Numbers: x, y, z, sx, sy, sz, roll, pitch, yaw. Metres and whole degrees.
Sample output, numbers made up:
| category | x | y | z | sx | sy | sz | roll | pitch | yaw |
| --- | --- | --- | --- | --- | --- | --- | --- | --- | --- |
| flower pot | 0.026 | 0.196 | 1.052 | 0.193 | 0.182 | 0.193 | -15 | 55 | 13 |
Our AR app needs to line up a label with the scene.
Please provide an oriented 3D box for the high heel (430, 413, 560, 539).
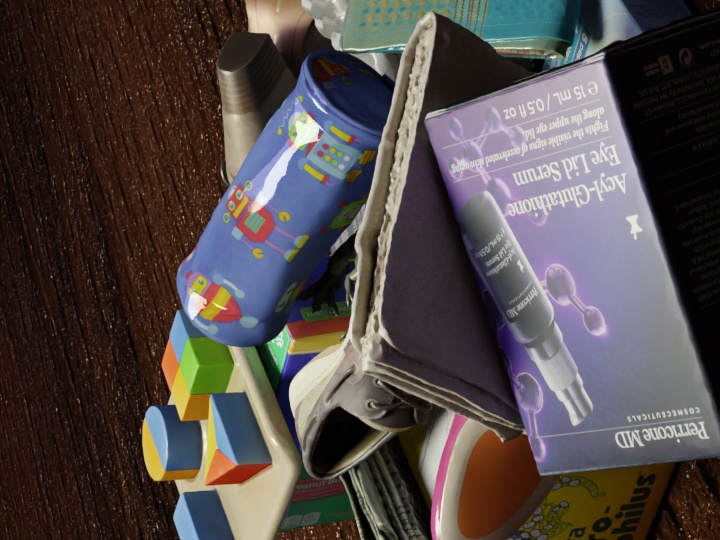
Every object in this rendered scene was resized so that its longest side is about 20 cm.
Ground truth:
| category | x | y | z | sx | sy | sz | roll | pitch | yaw |
| --- | --- | --- | --- | --- | --- | --- | --- | --- | --- |
| high heel | 0.074 | 0.070 | 1.217 | 0.096 | 0.067 | 0.201 | -15 | 52 | 63 |

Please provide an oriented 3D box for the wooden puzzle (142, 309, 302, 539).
| category | x | y | z | sx | sy | sz | roll | pitch | yaw |
| --- | --- | --- | --- | --- | --- | --- | --- | --- | --- |
| wooden puzzle | -0.101 | 0.121 | 1.462 | 0.201 | 0.046 | 0.186 | 105 | 150 | -41 |

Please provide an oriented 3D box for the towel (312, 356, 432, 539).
| category | x | y | z | sx | sy | sz | roll | pitch | yaw |
| --- | --- | --- | --- | --- | --- | --- | --- | --- | --- |
| towel | 0.054 | 0.158 | 1.377 | 0.034 | 0.200 | 0.193 | -38 | 44 | 17 |

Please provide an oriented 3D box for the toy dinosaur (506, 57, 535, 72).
| category | x | y | z | sx | sy | sz | roll | pitch | yaw |
| --- | --- | --- | --- | --- | --- | --- | --- | --- | --- |
| toy dinosaur | 0.073 | -0.057 | 1.278 | 0.102 | 0.077 | 0.201 | -14 | -78 | -69 |

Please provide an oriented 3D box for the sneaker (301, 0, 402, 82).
| category | x | y | z | sx | sy | sz | roll | pitch | yaw |
| --- | --- | --- | --- | --- | --- | --- | --- | --- | --- |
| sneaker | 0.034 | -0.134 | 1.348 | 0.075 | 0.082 | 0.201 | 22 | 145 | 60 |

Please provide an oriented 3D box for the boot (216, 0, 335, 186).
| category | x | y | z | sx | sy | sz | roll | pitch | yaw |
| --- | --- | --- | --- | --- | --- | --- | --- | --- | --- |
| boot | -0.028 | -0.123 | 1.419 | 0.070 | 0.200 | 0.147 | 16 | 144 | 34 |

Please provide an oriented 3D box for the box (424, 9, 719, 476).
| category | x | y | z | sx | sy | sz | roll | pitch | yaw |
| --- | --- | --- | --- | --- | --- | --- | --- | --- | --- |
| box | 0.139 | -0.010 | 1.085 | 0.148 | 0.104 | 0.201 | -16 | 93 | 55 |

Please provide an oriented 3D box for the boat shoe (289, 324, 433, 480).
| category | x | y | z | sx | sy | sz | roll | pitch | yaw |
| --- | --- | --- | --- | --- | --- | --- | --- | --- | --- |
| boat shoe | 0.017 | 0.062 | 1.248 | 0.200 | 0.072 | 0.065 | -43 | 45 | 51 |

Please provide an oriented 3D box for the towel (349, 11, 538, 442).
| category | x | y | z | sx | sy | sz | roll | pitch | yaw |
| --- | --- | --- | --- | --- | --- | --- | --- | --- | --- |
| towel | 0.063 | -0.021 | 1.148 | 0.034 | 0.132 | 0.201 | -15 | 55 | 50 |

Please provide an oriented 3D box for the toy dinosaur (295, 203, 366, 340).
| category | x | y | z | sx | sy | sz | roll | pitch | yaw |
| --- | --- | --- | --- | --- | --- | --- | --- | --- | --- |
| toy dinosaur | 0.000 | 0.000 | 1.349 | 0.200 | 0.047 | 0.088 | -105 | 37 | -64 |

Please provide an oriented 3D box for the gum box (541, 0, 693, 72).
| category | x | y | z | sx | sy | sz | roll | pitch | yaw |
| --- | --- | --- | --- | --- | --- | --- | --- | --- | --- |
| gum box | 0.155 | -0.060 | 1.225 | 0.200 | 0.044 | 0.170 | -113 | 28 | -45 |

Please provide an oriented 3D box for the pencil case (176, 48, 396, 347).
| category | x | y | z | sx | sy | sz | roll | pitch | yaw |
| --- | --- | --- | --- | --- | --- | --- | --- | --- | --- |
| pencil case | -0.039 | -0.041 | 1.318 | 0.078 | 0.087 | 0.200 | 49 | 128 | 19 |

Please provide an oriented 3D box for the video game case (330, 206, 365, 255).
| category | x | y | z | sx | sy | sz | roll | pitch | yaw |
| --- | --- | --- | --- | --- | --- | --- | --- | --- | --- |
| video game case | 0.012 | -0.063 | 1.655 | 0.200 | 0.019 | 0.144 | 130 | 133 | -61 |

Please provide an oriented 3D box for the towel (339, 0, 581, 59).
| category | x | y | z | sx | sy | sz | roll | pitch | yaw |
| --- | --- | --- | --- | --- | --- | --- | --- | --- | --- |
| towel | 0.071 | -0.215 | 1.261 | 0.146 | 0.022 | 0.201 | 4 | 74 | 30 |

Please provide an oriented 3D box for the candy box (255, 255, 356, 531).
| category | x | y | z | sx | sy | sz | roll | pitch | yaw |
| --- | --- | --- | --- | --- | --- | --- | --- | --- | --- |
| candy box | 0.001 | 0.080 | 1.488 | 0.201 | 0.168 | 0.077 | 105 | 148 | -41 |

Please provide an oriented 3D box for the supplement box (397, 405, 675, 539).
| category | x | y | z | sx | sy | sz | roll | pitch | yaw |
| --- | --- | --- | --- | --- | --- | --- | --- | --- | --- |
| supplement box | 0.093 | 0.087 | 1.325 | 0.200 | 0.109 | 0.109 | -114 | 29 | -45 |
